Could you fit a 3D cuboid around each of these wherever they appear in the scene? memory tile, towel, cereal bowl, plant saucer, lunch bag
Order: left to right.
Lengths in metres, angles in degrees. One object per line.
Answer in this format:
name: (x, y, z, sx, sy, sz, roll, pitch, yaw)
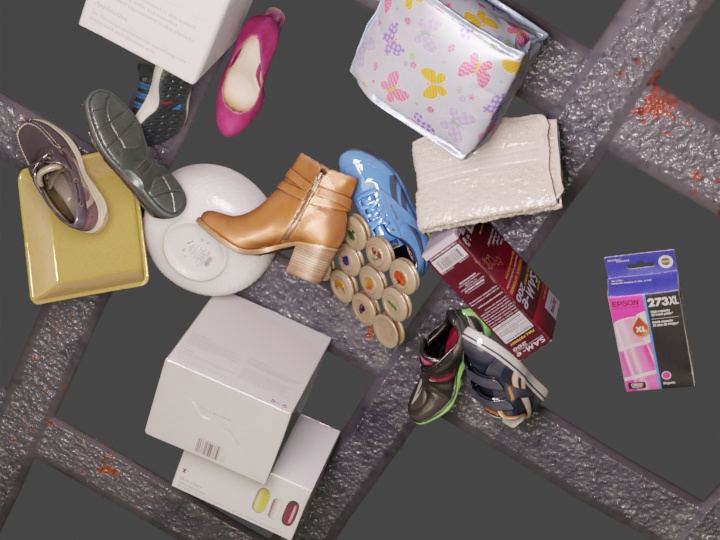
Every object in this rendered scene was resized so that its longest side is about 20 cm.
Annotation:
plant saucer: (-0.389, -0.062, 1.846, 0.200, 0.048, 0.200, -10, 83, 22)
cereal bowl: (-0.221, -0.047, 1.823, 0.200, 0.083, 0.200, 7, 119, 13)
memory tile: (0.000, 0.000, 1.752, 0.200, 0.017, 0.153, 43, 139, 28)
lunch bag: (0.101, -0.266, 1.576, 0.200, 0.127, 0.170, 33, 124, 9)
towel: (0.161, -0.125, 1.645, 0.200, 0.133, 0.034, -11, 157, 21)

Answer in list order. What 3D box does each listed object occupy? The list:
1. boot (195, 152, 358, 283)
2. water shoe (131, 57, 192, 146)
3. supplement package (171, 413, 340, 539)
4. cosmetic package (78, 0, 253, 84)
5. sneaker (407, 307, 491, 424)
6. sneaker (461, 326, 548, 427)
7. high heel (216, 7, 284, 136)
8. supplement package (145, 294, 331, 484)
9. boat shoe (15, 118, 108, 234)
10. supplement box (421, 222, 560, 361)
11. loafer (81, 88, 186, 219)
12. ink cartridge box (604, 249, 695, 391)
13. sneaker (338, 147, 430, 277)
boot: (-0.109, -0.087, 1.725, 0.200, 0.074, 0.155, 21, 95, 5)
water shoe: (-0.269, -0.248, 1.741, 0.071, 0.079, 0.200, -4, 150, -30)
supplement package: (-0.156, 0.284, 1.944, 0.200, 0.156, 0.111, 24, 122, 3)
cosmetic package: (-0.217, -0.375, 1.588, 0.167, 0.166, 0.200, 29, 123, -1)
sneaker: (0.109, 0.129, 1.814, 0.084, 0.077, 0.200, 9, 118, -31)
sneaker: (0.188, 0.153, 1.763, 0.079, 0.078, 0.200, -53, 132, -6)
high heel: (-0.154, -0.247, 1.681, 0.067, 0.096, 0.200, 32, 122, -3)
supplement package: (-0.174, 0.165, 1.857, 0.191, 0.200, 0.147, 24, 123, 3)
boat shoe: (-0.428, -0.136, 1.804, 0.072, 0.065, 0.200, -39, 74, 17)
supplement box: (0.178, 0.012, 1.721, 0.061, 0.109, 0.200, -36, 104, 29)
loafer: (-0.316, -0.150, 1.735, 0.063, 0.072, 0.200, -15, 114, 51)
ink cartridge box: (0.391, 0.070, 1.735, 0.095, 0.037, 0.200, -7, 114, 20)
sneaker: (0.032, -0.074, 1.735, 0.066, 0.078, 0.200, -25, 107, 29)
